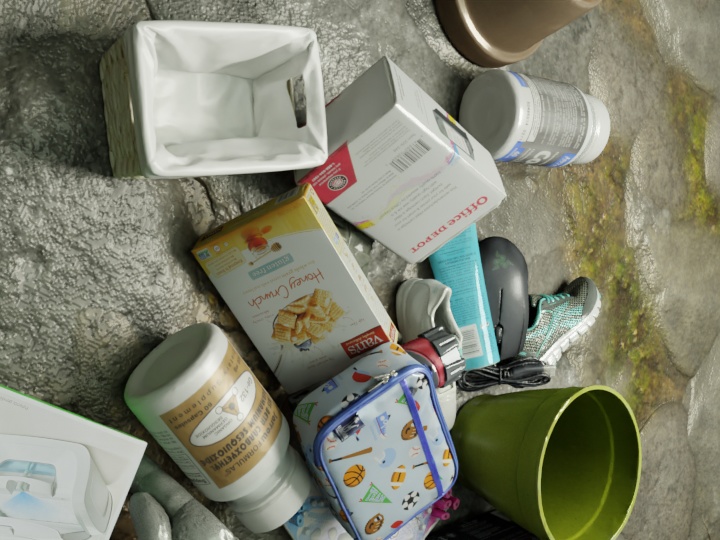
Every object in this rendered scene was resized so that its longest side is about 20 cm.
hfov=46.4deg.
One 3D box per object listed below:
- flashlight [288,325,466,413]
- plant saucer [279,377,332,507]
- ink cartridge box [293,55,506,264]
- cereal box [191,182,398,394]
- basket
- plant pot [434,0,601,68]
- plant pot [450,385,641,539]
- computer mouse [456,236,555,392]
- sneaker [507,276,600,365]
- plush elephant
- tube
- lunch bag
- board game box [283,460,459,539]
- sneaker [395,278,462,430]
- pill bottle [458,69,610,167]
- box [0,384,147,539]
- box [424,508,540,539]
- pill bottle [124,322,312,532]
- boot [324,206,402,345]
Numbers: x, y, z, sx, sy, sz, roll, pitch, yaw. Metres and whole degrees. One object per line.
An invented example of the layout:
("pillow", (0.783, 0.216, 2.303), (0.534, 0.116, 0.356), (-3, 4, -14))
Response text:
("flashlight", (0.023, 0.131, 0.939), (0.197, 0.067, 0.069), (-26, 99, -23))
("plant saucer", (-0.014, 0.205, 0.990), (0.197, 0.036, 0.206), (-1, 91, -37))
("ink cartridge box", (0.042, -0.113, 0.922), (0.199, 0.147, 0.087), (32, 35, -40))
("cereal box", (-0.066, 0.025, 0.885), (0.202, 0.142, 0.040), (58, 21, -22))
("basket", (-0.146, -0.161, 0.822), (0.197, 0.122, 0.139), (-9, 97, -38))
("plant pot", (0.219, -0.372, 1.067), (0.197, 0.173, 0.205), (-2, 93, -38))
("plant pot", (0.221, 0.237, 1.074), (0.197, 0.191, 0.206), (-1, 92, -36))
("computer mouse", (0.185, 0.056, 1.101), (0.135, 0.053, 0.205), (-2, 87, -2))
("sneaker", (0.266, 0.063, 1.181), (0.200, 0.077, 0.092), (-44, 112, -30))
("plush elephant", (-0.180, 0.300, 0.777), (0.155, 0.198, 0.166), (-47, 124, -21))
("tube", (0.128, 0.022, 1.062), (0.076, 0.050, 0.205), (-13, 88, -5))
("lunch bag", (0.023, 0.181, 0.882), (0.158, 0.075, 0.203), (-30, 126, -17))
("board game box", (0.015, 0.271, 0.977), (0.200, 0.026, 0.202), (-43, 115, -29))
("sneaker", (0.096, 0.112, 1.039), (0.074, 0.088, 0.205), (-18, 102, -37))
("pill bottle", (0.236, -0.198, 1.123), (0.197, 0.113, 0.117), (0, 91, -37))
("box", (-0.317, 0.194, 0.720), (0.199, 0.096, 0.180), (32, 70, -35))
("box", (0.178, 0.396, 1.085), (0.197, 0.131, 0.118), (-6, 99, -37))
("pill bottle", (-0.135, 0.163, 0.846), (0.114, 0.113, 0.202), (-46, 117, -27))
("boot", (0.000, 0.000, 0.979), (0.199, 0.067, 0.133), (40, 63, -31))
